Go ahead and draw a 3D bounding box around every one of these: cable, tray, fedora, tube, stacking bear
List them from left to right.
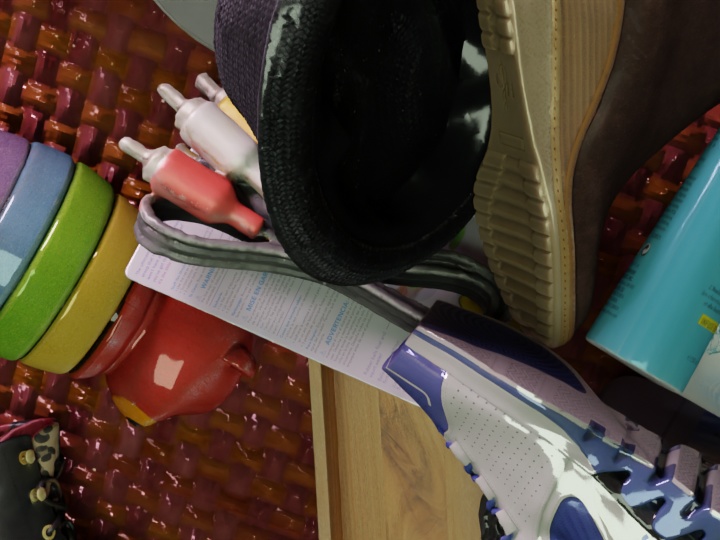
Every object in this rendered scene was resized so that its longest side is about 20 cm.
[{"bbox_3d":[-0.146,0.008,1.135,0.200,0.121,0.114,31,74,-15],"label":"stacking bear"},{"bbox_3d":[-0.024,-0.019,1.065,0.200,0.097,0.050,30,138,15],"label":"cable"},{"bbox_3d":[-0.004,-0.097,1.017,0.092,0.201,0.201,29,120,36],"label":"fedora"},{"bbox_3d":[0.029,0.116,1.183,0.099,0.037,0.200,2,111,11],"label":"tray"},{"bbox_3d":[0.172,-0.042,1.028,0.050,0.077,0.200,30,90,14],"label":"tube"}]

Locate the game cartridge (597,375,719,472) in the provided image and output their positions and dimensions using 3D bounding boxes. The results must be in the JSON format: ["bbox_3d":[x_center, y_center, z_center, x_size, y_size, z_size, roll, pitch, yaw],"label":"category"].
[{"bbox_3d":[0.196,0.112,1.091,0.200,0.133,0.042,22,115,11],"label":"game cartridge"}]

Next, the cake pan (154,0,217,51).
[{"bbox_3d":[-0.029,-0.181,1.071,0.200,0.037,0.200,4,112,10],"label":"cake pan"}]

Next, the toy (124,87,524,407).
[{"bbox_3d":[0.000,0.000,1.117,0.200,0.115,0.047,22,159,10],"label":"toy"}]

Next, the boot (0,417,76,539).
[{"bbox_3d":[-0.152,0.153,1.208,0.200,0.073,0.151,-14,97,-1],"label":"boot"}]

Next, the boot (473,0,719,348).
[{"bbox_3d":[0.136,-0.072,1.033,0.166,0.072,0.200,-17,119,-23],"label":"boot"}]

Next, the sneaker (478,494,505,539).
[{"bbox_3d":[0.160,0.144,1.142,0.200,0.093,0.070,16,111,17],"label":"sneaker"}]

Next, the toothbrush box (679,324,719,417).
[{"bbox_3d":[0.257,-0.001,1.063,0.146,0.085,0.200,30,116,-1],"label":"toothbrush box"}]

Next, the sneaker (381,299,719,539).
[{"bbox_3d":[0.083,0.110,1.013,0.199,0.081,0.115,34,106,7],"label":"sneaker"}]
